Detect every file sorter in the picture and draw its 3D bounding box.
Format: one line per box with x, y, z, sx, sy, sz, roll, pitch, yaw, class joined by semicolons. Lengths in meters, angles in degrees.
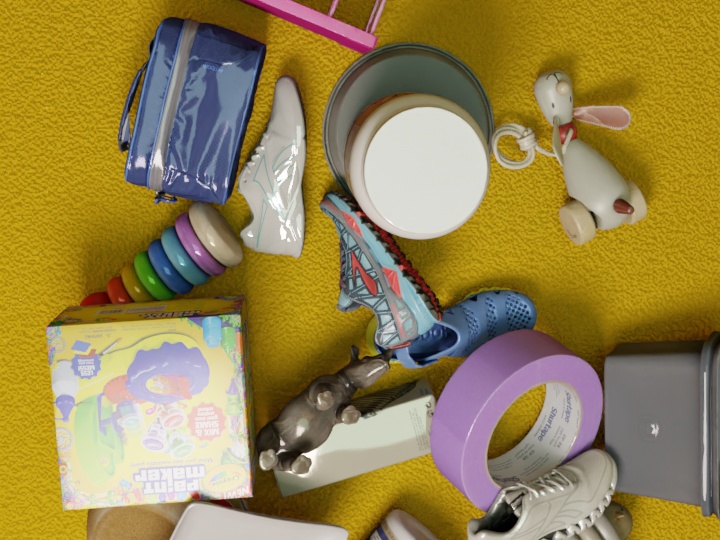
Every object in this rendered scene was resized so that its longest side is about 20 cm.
-0.059;-0.328;1.320;0.198;0.139;0.127;21;95;-6;file sorter

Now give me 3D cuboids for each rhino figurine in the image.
-0.036;0.145;1.354;0.200;0.087;0.060;-43;102;-11;rhino figurine

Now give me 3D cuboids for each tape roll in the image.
0.175;0.170;1.396;0.198;0.066;0.202;-17;122;-28;tape roll

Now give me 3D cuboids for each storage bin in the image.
0.354;0.167;1.431;0.133;0.145;0.203;2;100;24;storage bin

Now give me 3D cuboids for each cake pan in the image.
0.056;-0.154;1.404;0.197;0.037;0.203;-1;99;-3;cake pan

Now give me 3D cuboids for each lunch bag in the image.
-0.186;-0.165;1.337;0.131;0.136;0.202;15;97;-4;lunch bag

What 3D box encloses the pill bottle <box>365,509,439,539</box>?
0.014;0.386;1.443;0.111;0.111;0.200;40;94;-8;pill bottle

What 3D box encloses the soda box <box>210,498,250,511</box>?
-0.155;0.301;1.442;0.063;0.068;0.202;-19;99;-1;soda box

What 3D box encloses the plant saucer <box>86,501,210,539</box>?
-0.235;0.324;1.414;0.198;0.035;0.203;7;109;21;plant saucer

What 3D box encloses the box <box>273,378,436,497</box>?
-0.006;0.190;1.429;0.198;0.082;0.069;-16;100;-2;box

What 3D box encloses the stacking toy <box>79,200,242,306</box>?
-0.231;0.012;1.395;0.199;0.085;0.086;-36;99;9;stacking toy

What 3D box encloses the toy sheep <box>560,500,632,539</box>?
0.234;0.334;1.442;0.199;0.138;0.139;-34;100;-17;toy sheep

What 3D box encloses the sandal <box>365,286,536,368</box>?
0.107;0.071;1.416;0.198;0.087;0.080;-15;97;-3;sandal

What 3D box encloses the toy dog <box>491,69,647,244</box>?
0.252;-0.122;1.385;0.200;0.096;0.132;46;78;-10;toy dog

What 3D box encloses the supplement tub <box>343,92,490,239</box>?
0.057;-0.110;1.289;0.142;0.200;0.146;-1;99;-4;supplement tub

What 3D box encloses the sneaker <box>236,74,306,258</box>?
-0.098;-0.115;1.384;0.079;0.070;0.203;3;99;-1;sneaker

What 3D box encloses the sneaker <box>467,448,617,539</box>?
0.201;0.258;1.375;0.199;0.075;0.082;-37;121;-14;sneaker

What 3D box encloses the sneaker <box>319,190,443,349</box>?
0.000;0.000;1.372;0.095;0.079;0.201;-40;65;9;sneaker

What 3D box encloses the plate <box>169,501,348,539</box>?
-0.139;0.329;1.353;0.198;0.032;0.201;16;117;-29;plate

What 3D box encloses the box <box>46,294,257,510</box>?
-0.214;0.136;1.322;0.197;0.122;0.195;-4;98;-2;box
